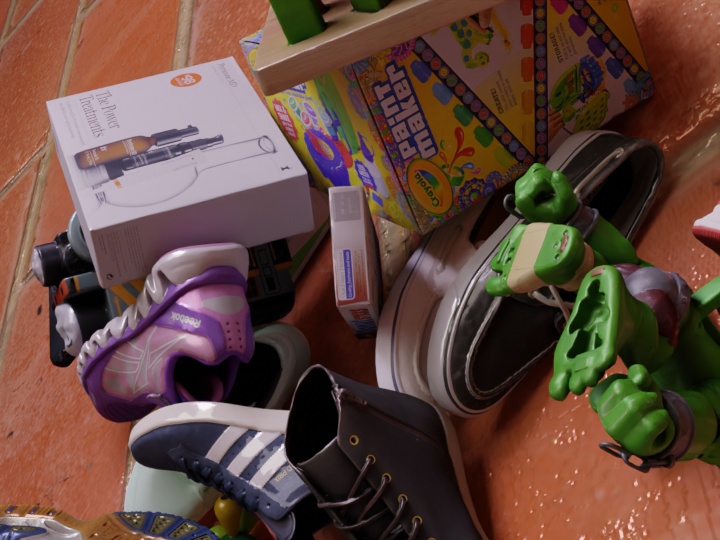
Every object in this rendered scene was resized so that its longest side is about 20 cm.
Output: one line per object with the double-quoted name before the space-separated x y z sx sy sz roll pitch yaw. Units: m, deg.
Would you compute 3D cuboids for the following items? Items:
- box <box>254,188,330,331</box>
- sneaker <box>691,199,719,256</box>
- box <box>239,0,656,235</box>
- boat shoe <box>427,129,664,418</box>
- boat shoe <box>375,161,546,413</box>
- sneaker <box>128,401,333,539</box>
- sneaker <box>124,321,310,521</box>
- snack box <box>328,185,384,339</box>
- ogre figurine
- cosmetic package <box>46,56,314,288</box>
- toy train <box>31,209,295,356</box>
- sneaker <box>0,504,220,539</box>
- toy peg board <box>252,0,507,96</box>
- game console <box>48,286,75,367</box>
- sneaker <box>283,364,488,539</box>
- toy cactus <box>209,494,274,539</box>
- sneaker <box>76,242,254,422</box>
"box" -0.118 -0.039 1.184 0.201 0.096 0.176 -57 28 -1
"sneaker" 0.245 -0.041 0.630 0.116 0.078 0.200 -59 29 -3
"box" 0.052 -0.140 0.914 0.192 0.123 0.200 -31 23 -15
"boat shoe" 0.110 0.001 0.806 0.201 0.071 0.064 -58 27 -7
"boat shoe" 0.073 0.006 0.868 0.070 0.071 0.201 -18 39 53
"sneaker" -0.063 0.137 0.866 0.198 0.075 0.085 -1 64 20
"sneaker" -0.118 0.120 0.993 0.201 0.074 0.118 -53 -6 3
"snack box" 0.000 0.000 0.886 0.200 0.024 0.073 68 -163 -81
"ogre figurine" 0.140 0.032 0.673 0.099 0.119 0.200 -58 26 6
"cosmetic package" -0.133 -0.077 0.965 0.150 0.052 0.200 -14 36 -14
"toy train" -0.142 0.000 1.019 0.085 0.199 0.115 -35 71 64
"sneaker" -0.173 0.208 0.888 0.198 0.075 0.089 2 100 21
"toy peg board" 0.019 -0.216 0.831 0.199 0.098 0.200 -20 24 10
"game console" -0.218 -0.031 1.209 0.200 0.031 0.177 -48 27 20
"sneaker" 0.016 0.148 0.737 0.075 0.106 0.201 -41 45 24
"toy cactus" -0.113 0.225 0.920 0.200 0.102 0.165 -45 38 2
"sneaker" -0.129 0.065 0.921 0.200 0.080 0.089 -45 60 45
